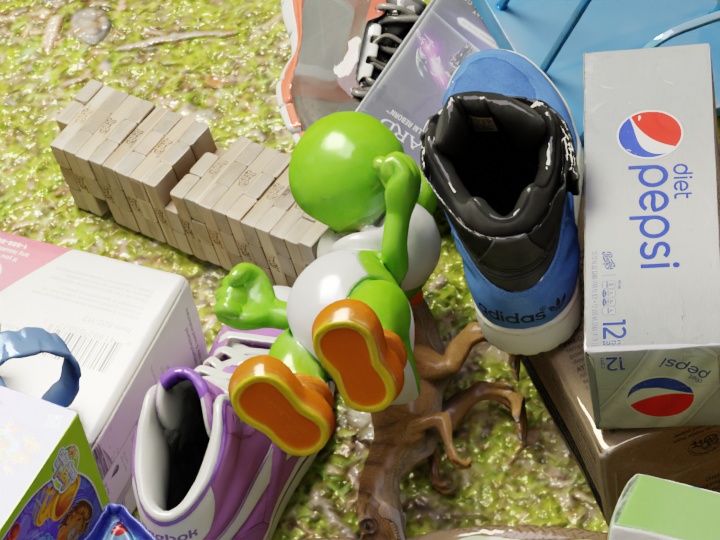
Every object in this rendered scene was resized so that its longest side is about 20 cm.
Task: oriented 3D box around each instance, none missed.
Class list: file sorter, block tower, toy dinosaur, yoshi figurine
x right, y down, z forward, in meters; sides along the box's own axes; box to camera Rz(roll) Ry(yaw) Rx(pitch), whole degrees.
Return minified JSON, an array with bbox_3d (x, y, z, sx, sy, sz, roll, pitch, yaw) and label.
[{"bbox_3d":[0.143,-0.188,1.370,0.138,0.123,0.201,-19,69,-27],"label":"file sorter"},{"bbox_3d":[-0.084,-0.043,1.386,0.199,0.058,0.054,21,59,32],"label":"block tower"},{"bbox_3d":[0.032,0.051,1.288,0.105,0.061,0.201,-3,49,10],"label":"toy dinosaur"},{"bbox_3d":[-0.013,-0.009,1.237,0.112,0.113,0.200,12,35,5],"label":"yoshi figurine"}]

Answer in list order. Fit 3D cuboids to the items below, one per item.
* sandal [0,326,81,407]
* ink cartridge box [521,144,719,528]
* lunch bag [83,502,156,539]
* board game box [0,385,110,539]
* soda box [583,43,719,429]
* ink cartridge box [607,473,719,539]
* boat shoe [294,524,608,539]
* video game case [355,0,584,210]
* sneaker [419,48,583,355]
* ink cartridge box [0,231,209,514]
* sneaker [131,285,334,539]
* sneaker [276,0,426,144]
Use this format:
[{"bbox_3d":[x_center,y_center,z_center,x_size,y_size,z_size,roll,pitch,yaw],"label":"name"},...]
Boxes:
[{"bbox_3d":[-0.189,0.089,1.176,0.086,0.080,0.201,5,53,10],"label":"sandal"},{"bbox_3d":[0.184,0.023,1.273,0.199,0.075,0.165,-20,48,-5],"label":"ink cartridge box"},{"bbox_3d":[-0.124,0.233,1.098,0.094,0.151,0.200,24,58,27],"label":"lunch bag"},{"bbox_3d":[-0.158,0.168,1.128,0.045,0.201,0.135,17,55,22],"label":"board game box"},{"bbox_3d":[0.145,-0.019,1.225,0.068,0.064,0.201,-4,49,8],"label":"soda box"},{"bbox_3d":[0.204,0.171,1.109,0.199,0.105,0.059,13,22,14],"label":"ink cartridge box"},{"bbox_3d":[0.038,0.169,1.189,0.199,0.072,0.077,-6,65,10],"label":"boat shoe"},{"bbox_3d":[0.094,-0.106,1.395,0.142,0.019,0.200,34,58,-1],"label":"video game case"},{"bbox_3d":[0.072,-0.067,1.251,0.076,0.112,0.201,-7,47,7],"label":"sneaker"},{"bbox_3d":[-0.187,0.085,1.282,0.146,0.083,0.201,14,54,21],"label":"ink cartridge box"},{"bbox_3d":[-0.063,0.065,1.258,0.072,0.115,0.201,2,49,14],"label":"sneaker"},{"bbox_3d":[0.003,-0.122,1.410,0.082,0.077,0.201,-41,41,29],"label":"sneaker"}]
